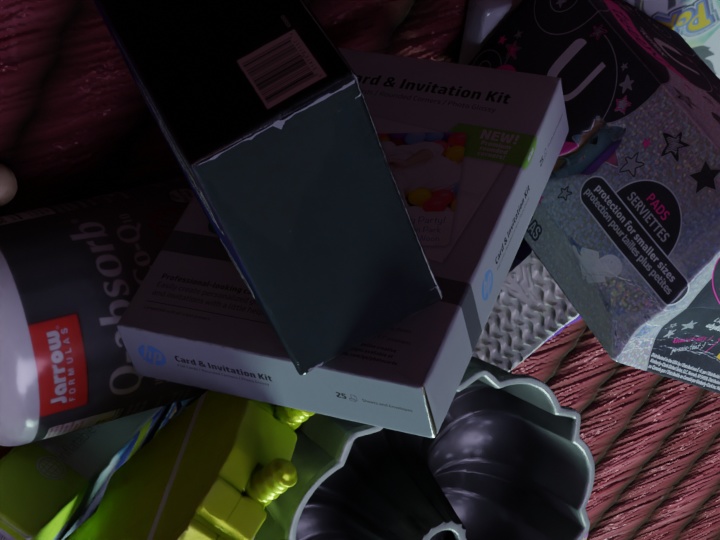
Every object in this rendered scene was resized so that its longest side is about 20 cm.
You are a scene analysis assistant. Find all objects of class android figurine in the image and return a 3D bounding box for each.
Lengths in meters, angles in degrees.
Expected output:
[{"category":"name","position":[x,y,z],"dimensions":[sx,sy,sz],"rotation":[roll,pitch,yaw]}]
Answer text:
[{"category":"android figurine","position":[-0.091,0.123,0.834],"dimensions":[0.041,0.182,0.200],"rotation":[38,126,-17]}]

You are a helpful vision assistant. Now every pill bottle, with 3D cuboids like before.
[{"category":"pill bottle","position":[-0.152,0.024,0.882],"dimensions":[0.199,0.116,0.116],"rotation":[-15,141,-26]}]

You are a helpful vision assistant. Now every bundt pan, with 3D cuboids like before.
[{"category":"bundt pan","position":[0.021,0.128,0.899],"dimensions":[0.201,0.076,0.203],"rotation":[-16,122,-28]}]

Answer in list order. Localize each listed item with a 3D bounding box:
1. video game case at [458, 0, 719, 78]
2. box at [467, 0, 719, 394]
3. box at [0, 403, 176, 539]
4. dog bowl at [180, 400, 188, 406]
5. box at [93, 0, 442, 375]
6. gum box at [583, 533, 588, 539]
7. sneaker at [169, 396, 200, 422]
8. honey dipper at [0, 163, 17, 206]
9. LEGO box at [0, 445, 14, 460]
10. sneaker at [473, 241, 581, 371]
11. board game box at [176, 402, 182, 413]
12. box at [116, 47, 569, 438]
[{"category":"video game case","position":[0.143,-0.109,1.028],"dimensions":[0.199,0.022,0.183],"rotation":[-16,141,-21]},{"category":"box","position":[0.154,-0.049,0.918],"dimensions":[0.132,0.200,0.115],"rotation":[18,120,-47]},{"category":"box","position":[-0.169,0.124,0.956],"dimensions":[0.122,0.048,0.200],"rotation":[-59,174,32]},{"category":"dog bowl","position":[-0.040,0.109,0.998],"dimensions":[0.050,0.201,0.111],"rotation":[-23,177,-45]},{"category":"box","position":[-0.052,-0.075,0.760],"dimensions":[0.079,0.200,0.141],"rotation":[-30,137,-2]},{"category":"gum box","position":[0.037,0.128,1.049],"dimensions":[0.113,0.200,0.066],"rotation":[-22,156,-45]},{"category":"sneaker","position":[-0.112,0.152,0.957],"dimensions":[0.200,0.080,0.086],"rotation":[-57,173,21]},{"category":"honey dipper","position":[-0.263,-0.013,0.835],"dimensions":[0.199,0.038,0.038],"rotation":[-23,144,-19]},{"category":"LEGO box","position":[-0.294,0.134,0.943],"dimensions":[0.149,0.077,0.200],"rotation":[2,132,-37]},{"category":"sneaker","position":[0.114,0.016,1.115],"dimensions":[0.200,0.070,0.099],"rotation":[-32,174,22]},{"category":"board game box","position":[-0.055,0.166,1.058],"dimensions":[0.032,0.201,0.120],"rotation":[-24,153,29]},{"category":"box","position":[-0.003,-0.023,0.826],"dimensions":[0.041,0.155,0.200],"rotation":[76,33,-46]}]
